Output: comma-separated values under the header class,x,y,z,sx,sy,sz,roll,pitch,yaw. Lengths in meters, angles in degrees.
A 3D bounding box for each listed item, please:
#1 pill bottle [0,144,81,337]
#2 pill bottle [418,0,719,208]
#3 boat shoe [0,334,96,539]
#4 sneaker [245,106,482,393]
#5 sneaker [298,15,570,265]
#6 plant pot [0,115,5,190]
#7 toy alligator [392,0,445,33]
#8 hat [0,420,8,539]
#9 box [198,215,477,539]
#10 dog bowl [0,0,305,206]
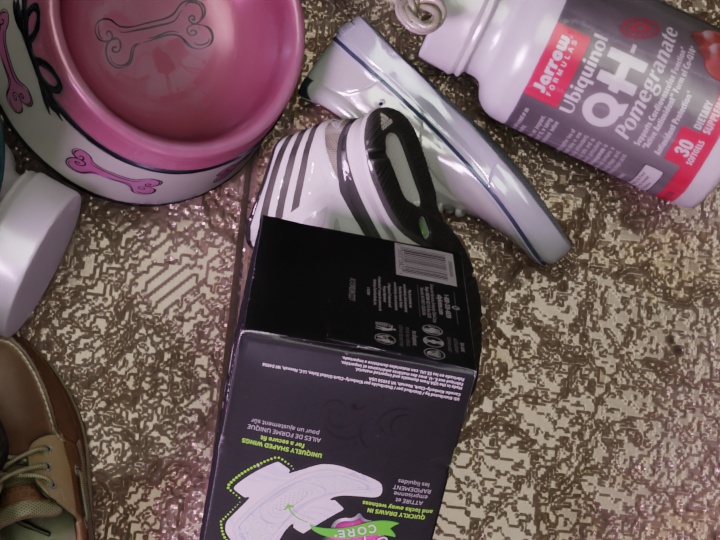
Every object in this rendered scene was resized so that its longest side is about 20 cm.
class,x,y,z,sx,sy,sz,roll,pitch,yaw
pill bottle,-0.275,-0.046,0.919,0.199,0.114,0.114,26,80,-1
pill bottle,0.142,-0.128,0.975,0.199,0.111,0.111,25,80,-2
boat shoe,-0.192,0.134,0.923,0.075,0.074,0.201,-17,84,-8
sneaker,0.000,0.000,0.973,0.076,0.115,0.201,-40,117,-50
sneaker,0.046,-0.068,0.986,0.200,0.073,0.071,45,100,5
plant pot,-0.287,-0.081,0.771,0.199,0.188,0.201,1,80,-6
toy alligator,-0.013,-0.199,0.973,0.059,0.054,0.200,-32,64,-14
hat,-0.251,0.094,0.864,0.201,0.201,0.081,43,45,1
box,-0.018,0.097,0.869,0.124,0.149,0.201,11,115,-4
dog bowl,-0.120,-0.142,0.931,0.199,0.074,0.201,5,80,-30
